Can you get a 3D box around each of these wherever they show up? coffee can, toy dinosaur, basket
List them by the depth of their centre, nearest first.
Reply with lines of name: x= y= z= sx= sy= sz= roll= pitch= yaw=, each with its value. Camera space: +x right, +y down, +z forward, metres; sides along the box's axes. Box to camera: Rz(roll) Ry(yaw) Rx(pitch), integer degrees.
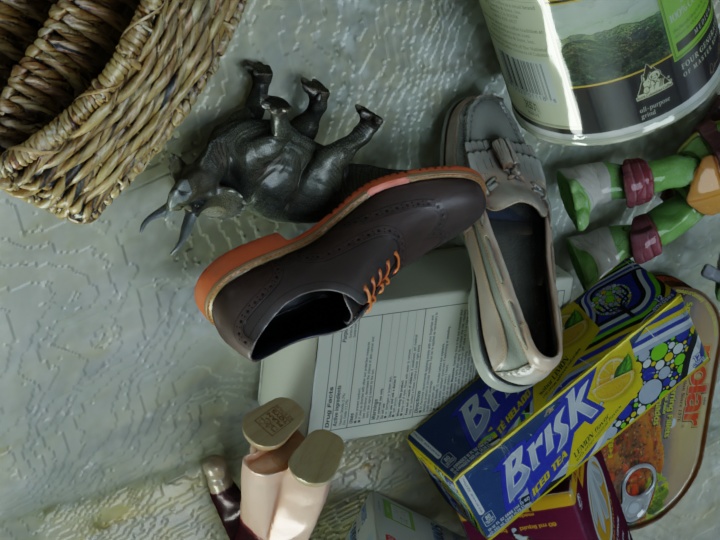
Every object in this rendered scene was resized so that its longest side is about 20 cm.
basket: x=-0.172 y=-0.144 z=1.310 sx=0.149 sy=0.143 sz=0.200 roll=32 pitch=94 yaw=-39
coffee can: x=0.139 y=-0.201 z=1.476 sx=0.146 sy=0.146 sz=0.200 roll=-32 pitch=126 yaw=-15
toy dinosaur: x=-0.048 y=-0.068 z=1.483 sx=0.200 sy=0.077 sz=0.102 roll=5 pitch=122 yaw=-39

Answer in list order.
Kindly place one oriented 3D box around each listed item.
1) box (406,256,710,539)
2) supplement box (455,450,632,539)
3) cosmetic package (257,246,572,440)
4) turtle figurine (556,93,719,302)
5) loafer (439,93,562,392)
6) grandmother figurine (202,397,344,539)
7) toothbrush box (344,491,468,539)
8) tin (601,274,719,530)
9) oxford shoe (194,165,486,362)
box: x=0.133 y=0.085 z=1.572 sx=0.200 sy=0.064 sz=0.070 roll=-39 pitch=129 yaw=-11
supplement box: x=0.139 y=0.196 z=1.674 sx=0.085 sy=0.110 sz=0.200 roll=-10 pitch=127 yaw=17
cosmetic package: x=0.038 y=0.047 z=1.578 sx=0.200 sy=0.073 sz=0.104 roll=-5 pitch=116 yaw=-30
turtle figurine: x=0.244 y=-0.033 z=1.607 sx=0.194 sy=0.200 sz=0.144 roll=-16 pitch=165 yaw=-3
loafer: x=0.101 y=-0.023 z=1.528 sx=0.072 sy=0.063 sz=0.200 roll=-1 pitch=77 yaw=-28
grandmother figurine: x=-0.060 y=0.167 z=1.553 sx=0.061 sy=0.121 sz=0.200 roll=-29 pitch=150 yaw=-30
toothbrush box: x=0.000 y=0.272 z=1.607 sx=0.086 sy=0.146 sz=0.200 roll=28 pitch=99 yaw=-6
tin: x=0.208 y=0.097 z=1.733 sx=0.112 sy=0.042 sz=0.200 roll=-5 pitch=116 yaw=-26
oxford shoe: x=0.000 y=0.000 z=1.465 sx=0.200 sy=0.073 sz=0.071 roll=-27 pitch=140 yaw=-12
